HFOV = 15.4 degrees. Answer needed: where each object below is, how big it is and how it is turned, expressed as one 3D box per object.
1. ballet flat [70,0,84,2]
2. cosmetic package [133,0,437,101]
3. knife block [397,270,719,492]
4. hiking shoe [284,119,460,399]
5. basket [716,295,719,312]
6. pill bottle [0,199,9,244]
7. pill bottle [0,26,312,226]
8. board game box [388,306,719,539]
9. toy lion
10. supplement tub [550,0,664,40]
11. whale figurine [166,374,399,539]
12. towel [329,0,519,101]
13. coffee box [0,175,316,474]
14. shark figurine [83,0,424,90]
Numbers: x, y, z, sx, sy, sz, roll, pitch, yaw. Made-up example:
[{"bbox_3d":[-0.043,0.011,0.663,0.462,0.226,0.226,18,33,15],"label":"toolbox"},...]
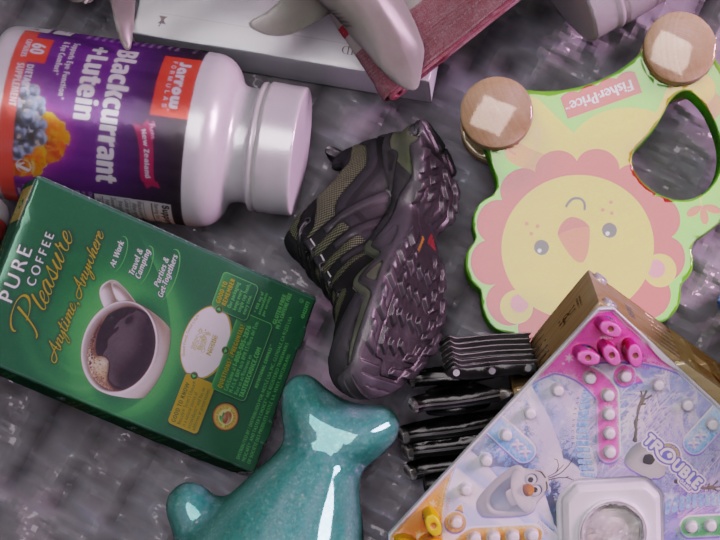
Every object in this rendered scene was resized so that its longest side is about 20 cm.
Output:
[{"bbox_3d":[-0.169,-0.210,1.702,0.199,0.072,0.073,-18,74,31],"label":"ballet flat"},{"bbox_3d":[-0.037,-0.203,1.740,0.198,0.052,0.152,10,76,6],"label":"cosmetic package"},{"bbox_3d":[0.129,0.100,1.646,0.199,0.064,0.176,34,105,-12],"label":"knife block"},{"bbox_3d":[0.000,0.000,1.665,0.100,0.076,0.201,-11,47,31],"label":"hiking shoe"},{"bbox_3d":[0.283,0.000,1.609,0.138,0.176,0.202,-10,87,5],"label":"basket"},{"bbox_3d":[-0.306,0.032,1.667,0.115,0.116,0.201,18,78,8],"label":"pill bottle"},{"bbox_3d":[-0.135,-0.088,1.687,0.198,0.111,0.112,8,77,5],"label":"pill bottle"},{"bbox_3d":[0.152,0.159,1.600,0.200,0.026,0.200,42,96,-8],"label":"board game box"},{"bbox_3d":[0.156,-0.044,1.690,0.199,0.069,0.193,-20,83,-2],"label":"toy lion"},{"bbox_3d":[0.199,-0.252,1.696,0.199,0.132,0.132,-31,77,-5],"label":"supplement tub"},{"bbox_3d":[-0.045,0.167,1.611,0.158,0.104,0.201,24,92,2],"label":"whale figurine"},{"bbox_3d":[0.020,-0.229,1.684,0.144,0.023,0.201,-37,76,20],"label":"towel"},{"bbox_3d":[-0.139,0.035,1.656,0.199,0.044,0.124,23,79,-16],"label":"coffee box"},{"bbox_3d":[-0.057,-0.192,1.626,0.213,0.089,0.129,9,84,-7],"label":"shark figurine"}]
